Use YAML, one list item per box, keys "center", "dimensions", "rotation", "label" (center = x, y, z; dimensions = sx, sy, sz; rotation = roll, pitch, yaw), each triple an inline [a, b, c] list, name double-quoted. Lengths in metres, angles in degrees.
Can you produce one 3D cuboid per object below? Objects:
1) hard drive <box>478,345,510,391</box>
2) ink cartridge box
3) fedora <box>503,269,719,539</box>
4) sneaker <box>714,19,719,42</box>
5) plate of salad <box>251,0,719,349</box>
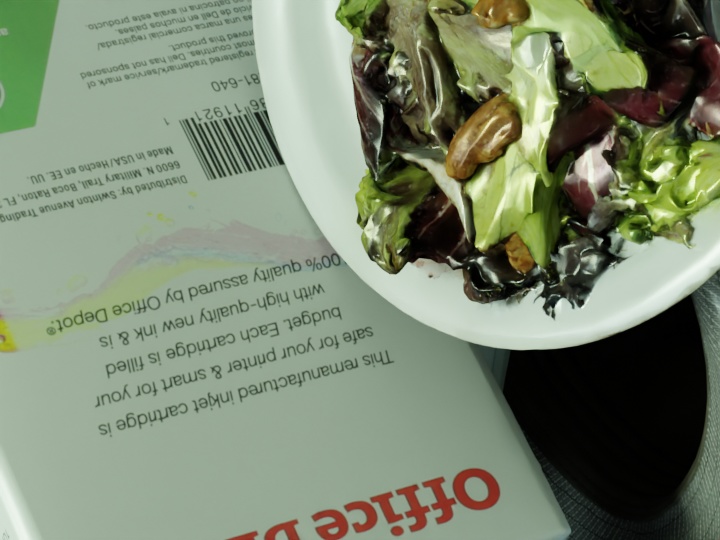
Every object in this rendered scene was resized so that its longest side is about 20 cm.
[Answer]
- center: [0.000, 0.000, 0.811]
  dimensions: [0.132, 0.026, 0.200]
  rotation: [47, 141, 43]
  label: "hard drive"
- center: [-0.056, 0.024, 0.742]
  dimensions: [0.200, 0.145, 0.084]
  rotation: [63, 149, 23]
  label: "ink cartridge box"
- center: [0.087, -0.008, 0.785]
  dimensions: [0.200, 0.090, 0.177]
  rotation: [58, 153, 27]
  label: "fedora"
- center: [0.116, -0.075, 0.680]
  dimensions: [0.200, 0.085, 0.077]
  rotation: [53, 151, 31]
  label: "sneaker"
- center: [0.036, -0.081, 0.672]
  dimensions: [0.200, 0.048, 0.201]
  rotation: [-2, 88, 43]
  label: "plate of salad"
